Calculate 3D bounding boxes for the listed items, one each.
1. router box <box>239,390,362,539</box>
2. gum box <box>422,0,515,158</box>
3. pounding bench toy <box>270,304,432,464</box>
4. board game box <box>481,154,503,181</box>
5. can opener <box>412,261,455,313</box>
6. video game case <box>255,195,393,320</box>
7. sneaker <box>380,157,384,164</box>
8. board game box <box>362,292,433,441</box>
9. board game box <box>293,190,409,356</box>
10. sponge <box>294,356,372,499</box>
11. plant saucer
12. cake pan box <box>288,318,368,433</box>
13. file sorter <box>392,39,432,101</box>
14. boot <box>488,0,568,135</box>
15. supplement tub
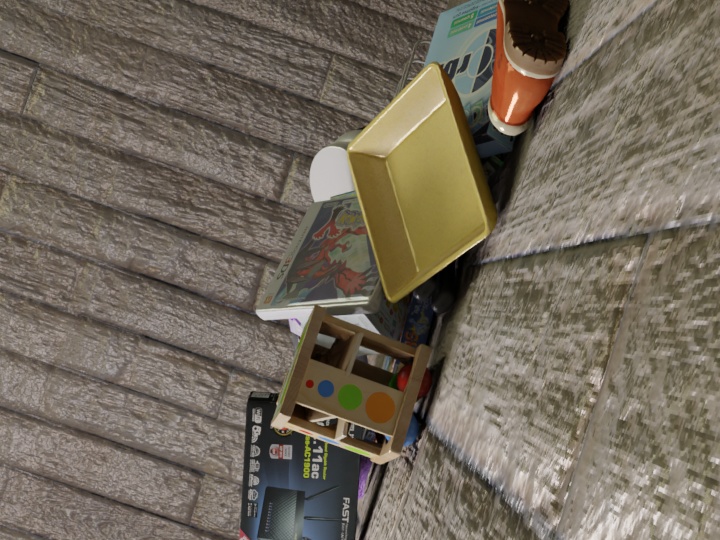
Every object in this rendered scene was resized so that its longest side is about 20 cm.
[{"bbox_3d":[-0.074,0.260,1.365,0.062,0.147,0.203,-87,1,-85],"label":"router box"},{"bbox_3d":[0.131,-0.222,1.238,0.169,0.044,0.203,-7,60,55],"label":"gum box"},{"bbox_3d":[-0.011,0.143,1.245,0.200,0.154,0.126,123,166,-73],"label":"pounding bench toy"},{"bbox_3d":[0.099,-0.077,1.277,0.201,0.023,0.105,-51,11,23],"label":"board game box"},{"bbox_3d":[0.082,0.001,1.319,0.067,0.053,0.201,-51,12,24],"label":"can opener"},{"bbox_3d":[-0.023,-0.022,1.328,0.198,0.023,0.184,-6,48,42],"label":"video game case"},{"bbox_3d":[0.053,-0.163,1.370,0.200,0.074,0.077,-68,-1,-70],"label":"sneaker"},{"bbox_3d":[0.054,0.117,1.395,0.136,0.034,0.202,113,175,-59],"label":"board game box"},{"bbox_3d":[0.000,0.000,1.398,0.102,0.105,0.202,-11,44,33],"label":"board game box"},{"bbox_3d":[-0.042,0.211,1.494,0.201,0.029,0.112,57,152,35],"label":"sponge"},{"bbox_3d":[0.073,-0.092,1.183,0.200,0.048,0.203,-38,62,50],"label":"plant saucer"},{"bbox_3d":[-0.043,0.136,1.553,0.200,0.052,0.187,-157,57,-65],"label":"cake pan box"},{"bbox_3d":[0.110,-0.249,1.723,0.201,0.123,0.140,114,173,-60],"label":"file sorter"},{"bbox_3d":[0.163,-0.225,1.106,0.201,0.074,0.108,-77,1,-48],"label":"boot"},{"bbox_3d":[0.037,-0.145,1.562,0.199,0.140,0.141,-26,-32,-42],"label":"supplement tub"}]
